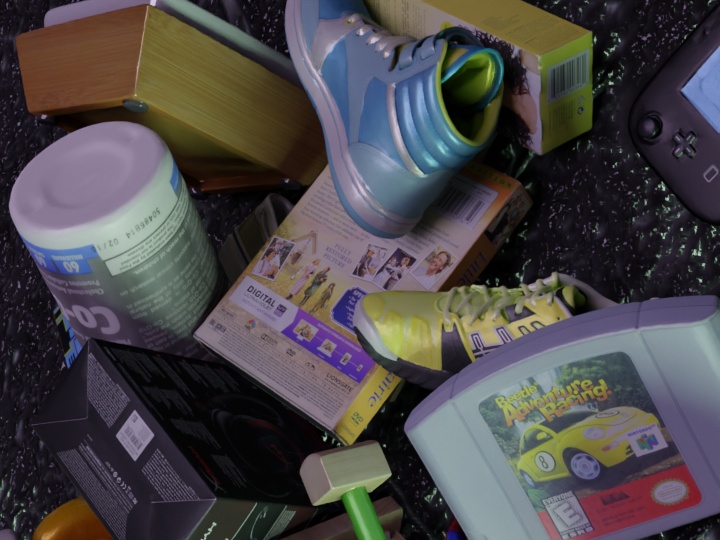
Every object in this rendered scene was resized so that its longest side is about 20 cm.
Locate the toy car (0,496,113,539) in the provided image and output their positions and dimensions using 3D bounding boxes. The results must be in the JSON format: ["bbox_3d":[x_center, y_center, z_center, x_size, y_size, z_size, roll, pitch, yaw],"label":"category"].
[{"bbox_3d":[-0.172,0.262,1.183,0.150,0.173,0.202,-146,53,-65],"label":"toy car"}]

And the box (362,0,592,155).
[{"bbox_3d":[0.066,-0.150,1.151,0.200,0.050,0.076,33,140,43],"label":"box"}]

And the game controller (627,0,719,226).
[{"bbox_3d":[0.242,-0.122,1.006,0.200,0.042,0.105,-50,51,24],"label":"game controller"}]

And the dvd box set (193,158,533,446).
[{"bbox_3d":[0.000,0.000,1.145,0.146,0.029,0.201,29,76,39],"label":"dvd box set"}]

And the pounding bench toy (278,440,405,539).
[{"bbox_3d":[0.009,0.220,1.038,0.156,0.123,0.201,45,139,39],"label":"pounding bench toy"}]

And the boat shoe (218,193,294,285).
[{"bbox_3d":[-0.038,0.019,1.208,0.062,0.072,0.200,-58,46,20],"label":"boat shoe"}]

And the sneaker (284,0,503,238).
[{"bbox_3d":[0.028,-0.135,1.112,0.130,0.079,0.201,-39,59,36],"label":"sneaker"}]

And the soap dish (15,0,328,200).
[{"bbox_3d":[-0.125,-0.118,1.234,0.157,0.199,0.082,-2,70,46],"label":"soap dish"}]

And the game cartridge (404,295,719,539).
[{"bbox_3d":[0.130,0.093,0.992,0.199,0.041,0.134,-23,105,24],"label":"game cartridge"}]

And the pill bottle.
[{"bbox_3d":[-0.150,0.009,1.197,0.113,0.201,0.114,-12,41,11],"label":"pill bottle"}]

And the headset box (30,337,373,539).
[{"bbox_3d":[-0.088,0.129,1.122,0.149,0.199,0.075,46,107,31],"label":"headset box"}]

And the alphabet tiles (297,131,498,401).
[{"bbox_3d":[0.020,-0.038,1.220,0.167,0.008,0.201,41,108,41],"label":"alphabet tiles"}]

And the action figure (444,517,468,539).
[{"bbox_3d":[0.079,0.143,1.095,0.065,0.051,0.202,-8,74,46],"label":"action figure"}]

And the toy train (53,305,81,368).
[{"bbox_3d":[-0.192,-0.011,1.362,0.114,0.086,0.201,-43,55,35],"label":"toy train"}]

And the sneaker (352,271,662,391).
[{"bbox_3d":[0.094,0.032,1.031,0.198,0.076,0.077,9,123,6],"label":"sneaker"}]
